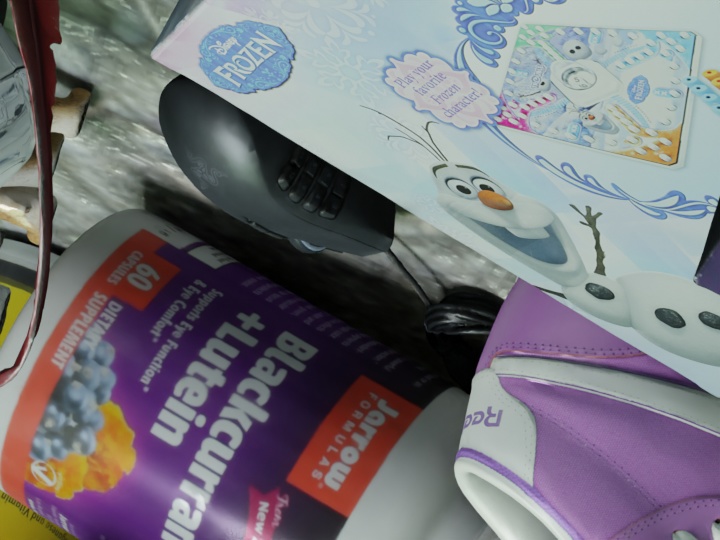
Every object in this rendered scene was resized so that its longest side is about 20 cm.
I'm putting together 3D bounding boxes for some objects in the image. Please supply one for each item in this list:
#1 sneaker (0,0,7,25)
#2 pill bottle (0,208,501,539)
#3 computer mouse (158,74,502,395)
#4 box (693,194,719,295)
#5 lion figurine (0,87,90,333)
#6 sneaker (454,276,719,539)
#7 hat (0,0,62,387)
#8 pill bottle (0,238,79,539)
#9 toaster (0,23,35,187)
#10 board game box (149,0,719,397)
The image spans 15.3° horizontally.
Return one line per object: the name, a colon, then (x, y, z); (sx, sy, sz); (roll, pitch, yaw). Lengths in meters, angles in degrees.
sneaker: (-0.191, -0.099, 0.812); (0.200, 0.071, 0.098); (21, 156, 15)
pill bottle: (-0.022, 0.072, 0.919); (0.200, 0.112, 0.112); (29, 158, 13)
computer mouse: (0.000, 0.000, 0.878); (0.059, 0.034, 0.200); (0, 147, 44)
box: (0.169, -0.046, 0.506); (0.141, 0.079, 0.200); (23, 143, -2)
lion figurine: (-0.154, -0.039, 0.836); (0.122, 0.073, 0.200); (18, -174, -5)
sneaker: (0.123, 0.078, 0.822); (0.200, 0.115, 0.073); (24, 155, 0)
hat: (-0.061, -0.106, 0.524); (0.165, 0.176, 0.200); (-6, 143, 48)
pill bottle: (-0.156, 0.096, 1.024); (0.112, 0.200, 0.112); (21, 157, 9)
toaster: (-0.179, -0.036, 0.704); (0.200, 0.114, 0.129); (-38, 91, 35)
board game box: (0.068, -0.051, 0.689); (0.199, 0.043, 0.200); (30, 156, -13)
